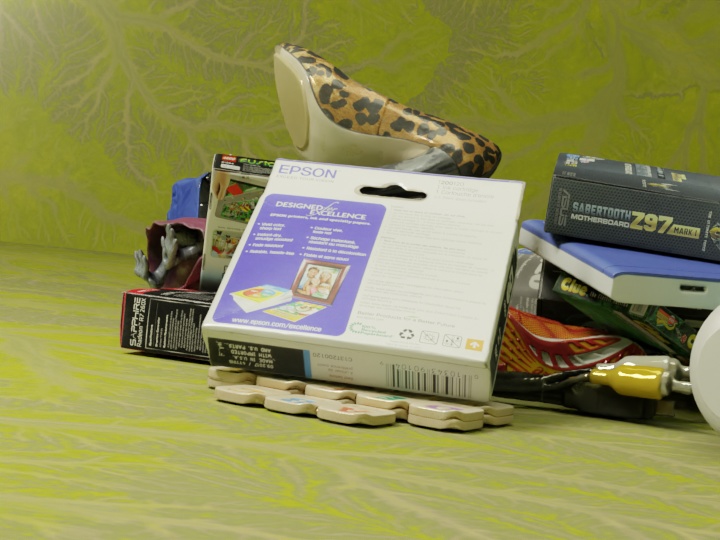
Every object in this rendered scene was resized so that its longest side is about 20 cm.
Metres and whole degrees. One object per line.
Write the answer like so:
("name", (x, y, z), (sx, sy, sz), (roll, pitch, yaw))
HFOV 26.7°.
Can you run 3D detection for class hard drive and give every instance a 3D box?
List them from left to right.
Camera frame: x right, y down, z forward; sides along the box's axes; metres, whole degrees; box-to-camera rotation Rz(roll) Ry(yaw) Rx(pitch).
("hard drive", (0.221, -0.006, 1.211), (0.131, 0.026, 0.200), (4, 11, -15))

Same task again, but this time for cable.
("cable", (0.154, 0.078, 1.137), (0.198, 0.051, 0.097), (8, 1, 12))

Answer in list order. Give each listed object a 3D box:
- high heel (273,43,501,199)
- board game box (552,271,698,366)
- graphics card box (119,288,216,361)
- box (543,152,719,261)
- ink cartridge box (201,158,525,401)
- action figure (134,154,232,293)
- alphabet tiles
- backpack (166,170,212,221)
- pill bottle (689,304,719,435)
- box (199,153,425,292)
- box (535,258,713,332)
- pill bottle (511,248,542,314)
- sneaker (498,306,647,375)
("high heel", (0.018, -0.126, 1.232), (0.141, 0.072, 0.201), (-12, 49, -26))
("board game box", (0.254, 0.061, 1.246), (0.199, 0.024, 0.104), (33, -6, -39))
("graphics card box", (-0.081, 0.050, 1.232), (0.198, 0.051, 0.125), (6, 1, 15))
("box", (0.237, -0.056, 1.274), (0.156, 0.052, 0.200), (10, 12, 8))
("ink cartridge box", (0.010, 0.001, 1.072), (0.196, 0.044, 0.201), (7, 41, 11))
("action figure", (-0.095, -0.020, 1.376), (0.199, 0.150, 0.134), (-13, 24, -34))
("alphabet tiles", (-0.001, 0.084, 1.030), (0.198, 0.015, 0.195), (8, 3, 30))
("backpack", (-0.110, -0.024, 1.668), (0.198, 0.164, 0.167), (4, -1, -25))
("pill bottle", (0.292, 0.067, 1.029), (0.110, 0.112, 0.199), (7, 2, 30))
("box", (-0.027, -0.026, 1.234), (0.198, 0.111, 0.035), (8, 26, -5))
("box", (0.256, 0.051, 1.348), (0.198, 0.044, 0.161), (7, -26, 8))
("pill bottle", (0.235, 0.040, 1.597), (0.113, 0.115, 0.199), (5, 2, -41))
("sneaker", (0.137, 0.069, 1.249), (0.198, 0.074, 0.077), (17, -3, -7))
